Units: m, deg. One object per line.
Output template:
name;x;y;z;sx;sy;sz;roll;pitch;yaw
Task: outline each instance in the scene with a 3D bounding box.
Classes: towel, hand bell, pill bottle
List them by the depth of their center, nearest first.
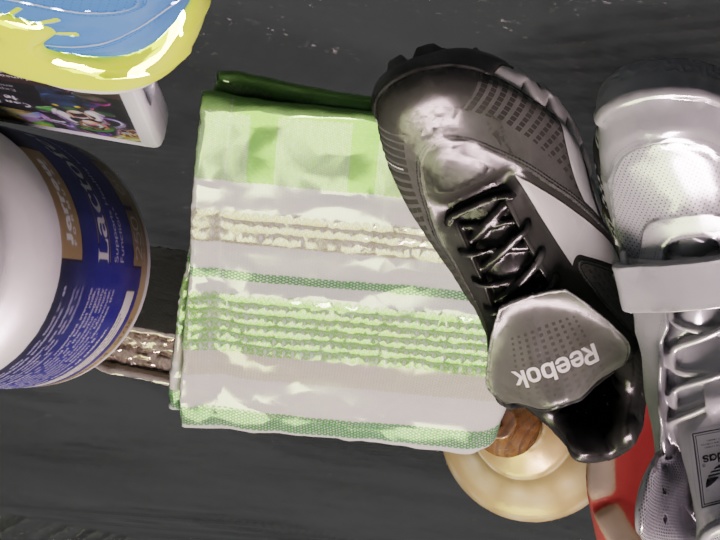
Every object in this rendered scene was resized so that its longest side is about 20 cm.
towel;0.000;0.000;0.939;0.148;0.031;0.201;6;138;-4
pill bottle;-0.169;-0.006;0.975;0.115;0.117;0.200;9;-179;11
hand bell;0.081;0.079;1.160;0.103;0.105;0.200;9;177;8
towel;-0.041;0.034;1.184;0.198;0.035;0.133;12;-161;5

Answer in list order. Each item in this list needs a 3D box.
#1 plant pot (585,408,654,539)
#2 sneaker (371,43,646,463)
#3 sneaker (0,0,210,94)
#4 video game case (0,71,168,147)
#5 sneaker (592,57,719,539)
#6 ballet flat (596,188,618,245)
plant pot;0.208;0.131;1.194;0.199;0.202;0.177;6;157;25
sneaker;0.064;0.002;0.846;0.066;0.091;0.200;-20;136;16
sneaker;-0.133;-0.114;0.687;0.198;0.076;0.105;8;157;-21
video game case;-0.181;-0.098;0.885;0.198;0.024;0.182;10;167;4
sneaker;0.128;0.027;0.809;0.074;0.115;0.201;-8;132;20
ballet flat;0.100;0.019;1.039;0.071;0.073;0.200;12;167;-3
